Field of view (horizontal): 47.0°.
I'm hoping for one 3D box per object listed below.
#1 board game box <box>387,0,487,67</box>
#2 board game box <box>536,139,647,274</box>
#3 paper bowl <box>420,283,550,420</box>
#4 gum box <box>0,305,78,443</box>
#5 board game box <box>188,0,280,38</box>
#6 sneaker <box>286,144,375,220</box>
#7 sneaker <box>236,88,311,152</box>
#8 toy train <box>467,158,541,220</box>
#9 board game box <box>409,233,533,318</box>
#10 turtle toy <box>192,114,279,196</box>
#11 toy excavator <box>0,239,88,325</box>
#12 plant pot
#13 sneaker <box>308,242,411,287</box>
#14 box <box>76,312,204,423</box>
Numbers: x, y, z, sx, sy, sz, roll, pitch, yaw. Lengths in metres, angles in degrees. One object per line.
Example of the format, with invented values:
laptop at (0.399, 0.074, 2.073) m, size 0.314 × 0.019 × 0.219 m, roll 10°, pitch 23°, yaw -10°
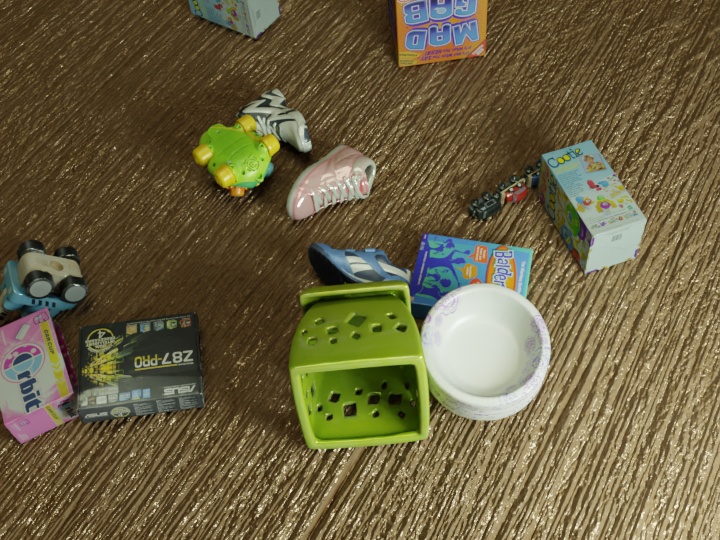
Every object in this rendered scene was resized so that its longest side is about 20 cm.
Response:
board game box at (0.160, -0.597, 1.792) m, size 0.195 × 0.202 × 0.203 m, roll -8°, pitch 51°, yaw 0°
board game box at (0.401, -0.114, 1.459) m, size 0.103 × 0.104 × 0.203 m, roll -16°, pitch 53°, yaw -7°
paper bowl at (0.189, 0.131, 1.281) m, size 0.195 × 0.105 × 0.205 m, roll -2°, pitch 62°, yaw 3°
gum box at (-0.537, 0.164, 1.360) m, size 0.112 × 0.067 × 0.202 m, roll -24°, pitch 55°, yaw -12°
board game box at (-0.298, -0.639, 1.921) m, size 0.197 × 0.106 × 0.103 m, roll 26°, pitch 59°, yaw 22°
sneaker at (-0.047, -0.157, 1.553) m, size 0.103 × 0.076 × 0.200 m, roll 25°, pitch 54°, yaw 29°
sneaker at (-0.186, -0.282, 1.662) m, size 0.128 × 0.080 × 0.200 m, roll -26°, pitch 54°, yaw -13°
toy train at (0.286, -0.150, 1.543) m, size 0.198 × 0.034 × 0.046 m, roll -31°, pitch 59°, yaw -17°
board game box at (0.187, 0.021, 1.414) m, size 0.195 × 0.045 × 0.154 m, roll 9°, pitch 54°, yaw 11°
turtle toy at (-0.247, -0.221, 1.606) m, size 0.145 × 0.102 × 0.199 m, roll -37°, pitch 57°, yaw -19°
toy excavator at (-0.597, 0.052, 1.439) m, size 0.192 × 0.201 × 0.101 m, roll 13°, pitch 34°, yaw -44°
plant pot at (-0.002, 0.134, 1.257) m, size 0.195 × 0.202 × 0.184 m, roll -6°, pitch 45°, yaw 2°
sneaker at (0.000, 0.000, 1.434) m, size 0.197 × 0.075 × 0.083 m, roll 27°, pitch 57°, yaw 15°
box at (-0.357, 0.156, 1.349) m, size 0.195 × 0.050 × 0.164 m, roll -6°, pitch 53°, yaw -9°
